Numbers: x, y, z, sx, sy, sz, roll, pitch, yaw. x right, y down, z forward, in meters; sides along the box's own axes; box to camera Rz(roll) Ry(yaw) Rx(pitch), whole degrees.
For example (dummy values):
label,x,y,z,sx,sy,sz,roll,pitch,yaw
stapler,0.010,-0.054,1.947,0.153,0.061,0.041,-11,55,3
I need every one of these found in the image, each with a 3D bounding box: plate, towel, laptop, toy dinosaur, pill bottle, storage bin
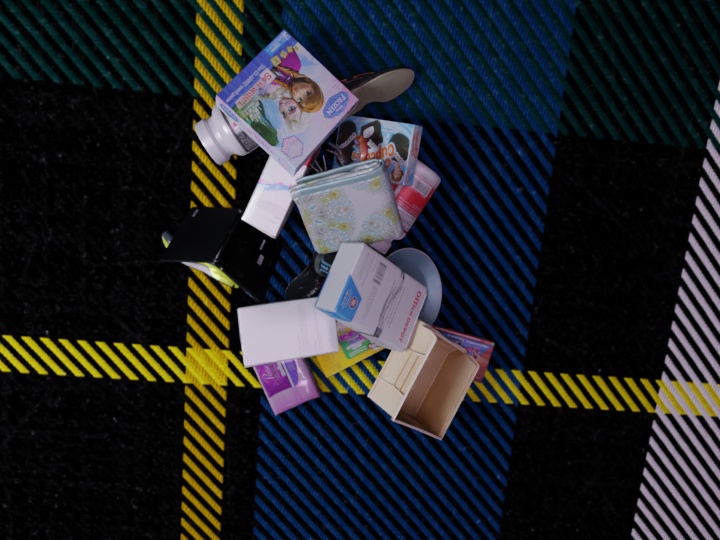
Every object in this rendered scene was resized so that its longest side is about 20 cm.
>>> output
label,x,y,z,sx,sy,sz,roll,pitch,yaw
plate,0.101,0.052,1.328,0.196,0.025,0.206,-1,91,-34
towel,-0.025,-0.122,1.175,0.195,0.049,0.173,-11,133,11
laptop,-0.284,-0.036,1.252,0.102,0.180,0.200,-28,120,33
toy dinosaur,-0.028,-0.198,1.231,0.179,0.107,0.199,-15,140,39
pill bottle,0.075,-0.142,1.274,0.111,0.112,0.202,33,98,-10
storage bin,0.143,0.234,1.286,0.199,0.093,0.202,33,86,-45
pill bottle,-0.231,-0.310,1.217,0.197,0.116,0.117,-32,102,3

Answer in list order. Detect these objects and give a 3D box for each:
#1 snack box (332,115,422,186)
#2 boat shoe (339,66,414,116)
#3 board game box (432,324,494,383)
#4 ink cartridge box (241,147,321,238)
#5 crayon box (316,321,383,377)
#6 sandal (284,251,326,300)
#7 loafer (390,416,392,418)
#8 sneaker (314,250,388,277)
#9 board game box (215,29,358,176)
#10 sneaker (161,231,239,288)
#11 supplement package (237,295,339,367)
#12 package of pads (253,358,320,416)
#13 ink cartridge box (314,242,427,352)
label,x,y,z,sx,sy,sz,roll,pitch,yaw
snack box,0.031,-0.249,1.225,0.197,0.037,0.120,18,104,37
boat shoe,0.019,-0.384,1.240,0.198,0.074,0.064,-25,59,-11
board game box,0.208,0.191,1.399,0.195,0.019,0.106,16,101,-7
ink cartridge box,-0.161,-0.183,1.232,0.084,0.148,0.203,27,98,-6
crayon box,-0.018,0.141,1.353,0.196,0.058,0.121,-27,102,2
sandal,-0.091,0.001,1.325,0.075,0.048,0.202,37,97,-10
loafer,0.106,0.261,1.368,0.069,0.073,0.205,4,116,-11
sneaker,0.000,0.000,1.291,0.195,0.081,0.075,-2,105,-30
board game box,-0.137,-0.320,1.131,0.199,0.041,0.201,41,71,-4
sneaker,-0.336,-0.040,1.296,0.197,0.074,0.082,28,92,-16
supplement package,-0.152,0.122,1.240,0.194,0.117,0.120,-7,89,-12
package of pads,-0.179,0.215,1.349,0.118,0.076,0.204,-23,102,-2
ink cartridge box,0.025,0.055,1.208,0.198,0.083,0.148,33,74,-33
